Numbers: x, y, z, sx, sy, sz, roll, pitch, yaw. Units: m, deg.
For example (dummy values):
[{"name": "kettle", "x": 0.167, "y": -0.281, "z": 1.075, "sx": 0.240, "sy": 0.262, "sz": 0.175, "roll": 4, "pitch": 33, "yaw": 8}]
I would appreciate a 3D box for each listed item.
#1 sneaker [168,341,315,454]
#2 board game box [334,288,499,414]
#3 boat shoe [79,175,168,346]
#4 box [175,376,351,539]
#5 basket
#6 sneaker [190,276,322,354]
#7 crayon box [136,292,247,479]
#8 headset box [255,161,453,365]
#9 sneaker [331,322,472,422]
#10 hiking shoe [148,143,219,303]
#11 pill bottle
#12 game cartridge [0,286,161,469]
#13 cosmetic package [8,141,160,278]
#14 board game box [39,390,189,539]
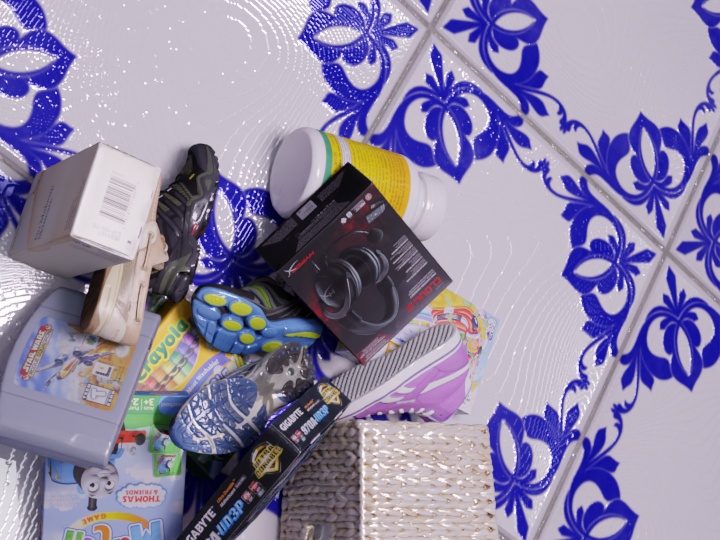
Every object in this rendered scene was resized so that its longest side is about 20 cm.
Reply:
[{"name": "sneaker", "x": -0.136, "y": 0.148, "z": 1.442, "sx": 0.200, "sy": 0.085, "sz": 0.077, "roll": -26, "pitch": 92, "yaw": -45}, {"name": "board game box", "x": 0.075, "y": 0.082, "z": 1.680, "sx": 0.199, "sy": 0.034, "sz": 0.135, "roll": 29, "pitch": 71, "yaw": -27}, {"name": "boat shoe", "x": -0.240, "y": -0.018, "z": 1.409, "sx": 0.064, "sy": 0.071, "sz": 0.201, "roll": 22, "pitch": 68, "yaw": -22}, {"name": "box", "x": -0.105, "y": 0.219, "z": 1.427, "sx": 0.046, "sy": 0.200, "sz": 0.159, "roll": 41, "pitch": 23, "yaw": 6}, {"name": "basket", "x": 0.032, "y": 0.258, "z": 1.539, "sx": 0.199, "sy": 0.198, "sz": 0.162, "roll": 7, "pitch": 79, "yaw": -31}, {"name": "sneaker", "x": -0.126, "y": 0.048, "z": 1.516, "sx": 0.199, "sy": 0.071, "sz": 0.083, "roll": 14, "pitch": 32, "yaw": -53}, {"name": "crayon box", "x": -0.202, "y": 0.122, "z": 1.491, "sx": 0.200, "sy": 0.051, "sz": 0.126, "roll": 48, "pitch": 63, "yaw": -18}, {"name": "headset box", "x": 0.000, "y": 0.000, "z": 1.540, "sx": 0.149, "sy": 0.077, "sz": 0.200, "roll": -42, "pitch": 124, "yaw": -2}, {"name": "sneaker", "x": 0.049, "y": 0.159, "z": 1.609, "sx": 0.200, "sy": 0.073, "sz": 0.115, "roll": -25, "pitch": 118, "yaw": -10}, {"name": "hiking shoe", "x": -0.218, "y": -0.066, "z": 1.484, "sx": 0.100, "sy": 0.076, "sz": 0.201, "roll": 15, "pitch": 58, "yaw": -7}, {"name": "pill bottle", "x": 0.001, "y": -0.096, "z": 1.607, "sx": 0.199, "sy": 0.113, "sz": 0.114, "roll": 14, "pitch": 78, "yaw": -31}, {"name": "game cartridge", "x": -0.296, "y": 0.105, "z": 1.376, "sx": 0.132, "sy": 0.042, "sz": 0.201, "roll": 19, "pitch": 46, "yaw": -6}, {"name": "cosmetic package", "x": -0.287, "y": -0.058, "z": 1.370, "sx": 0.073, "sy": 0.200, "sz": 0.104, "roll": 23, "pitch": 72, "yaw": -28}, {"name": "board game box", "x": -0.263, "y": 0.229, "z": 1.416, "sx": 0.150, "sy": 0.037, "sz": 0.201, "roll": 2, "pitch": 94, "yaw": -19}]
